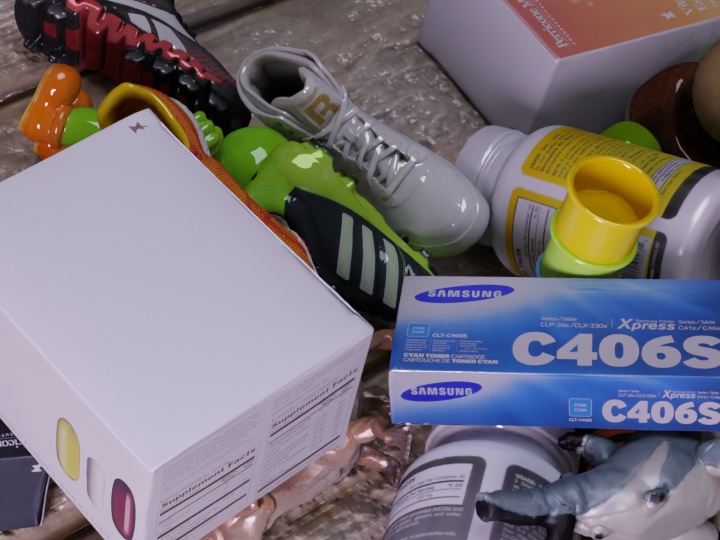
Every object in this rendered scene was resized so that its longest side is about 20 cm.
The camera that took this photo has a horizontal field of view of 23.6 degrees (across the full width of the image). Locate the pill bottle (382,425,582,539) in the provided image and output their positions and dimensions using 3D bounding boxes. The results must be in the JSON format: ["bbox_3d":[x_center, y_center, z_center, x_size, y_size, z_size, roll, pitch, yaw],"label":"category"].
[{"bbox_3d":[0.068,0.172,1.002,0.115,0.116,0.200,19,46,1],"label":"pill bottle"}]

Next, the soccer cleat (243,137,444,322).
[{"bbox_3d":[0.000,0.000,1.153,0.081,0.068,0.200,-45,105,-4],"label":"soccer cleat"}]

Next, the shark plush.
[{"bbox_3d":[0.144,0.126,0.998,0.199,0.091,0.083,-18,51,-27],"label":"shark plush"}]

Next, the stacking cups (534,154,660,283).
[{"bbox_3d":[0.132,0.013,1.109,0.060,0.200,0.061,7,50,-9],"label":"stacking cups"}]

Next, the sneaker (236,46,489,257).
[{"bbox_3d":[-0.007,-0.084,1.192,0.200,0.116,0.074,33,85,34],"label":"sneaker"}]

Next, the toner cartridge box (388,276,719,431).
[{"bbox_3d":[0.120,0.048,1.026,0.199,0.043,0.095,0,35,8],"label":"toner cartridge box"}]

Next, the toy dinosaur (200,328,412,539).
[{"bbox_3d":[-0.037,0.084,1.079,0.135,0.086,0.200,7,41,-2],"label":"toy dinosaur"}]

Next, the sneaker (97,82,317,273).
[{"bbox_3d":[-0.100,-0.032,1.079,0.200,0.073,0.077,48,11,13],"label":"sneaker"}]

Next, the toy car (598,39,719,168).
[{"bbox_3d":[0.295,-0.113,1.259,0.164,0.200,0.158,-34,82,-36],"label":"toy car"}]

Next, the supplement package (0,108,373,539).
[{"bbox_3d":[-0.121,0.036,0.961,0.155,0.111,0.200,-31,63,-32],"label":"supplement package"}]

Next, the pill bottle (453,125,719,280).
[{"bbox_3d":[0.163,-0.036,1.196,0.199,0.113,0.112,20,41,34],"label":"pill bottle"}]

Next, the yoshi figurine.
[{"bbox_3d":[-0.124,-0.080,1.184,0.199,0.112,0.112,29,39,5],"label":"yoshi figurine"}]

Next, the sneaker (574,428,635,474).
[{"bbox_3d":[0.156,0.132,1.103,0.090,0.070,0.200,20,40,6],"label":"sneaker"}]

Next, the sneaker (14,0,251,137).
[{"bbox_3d":[-0.154,-0.169,1.277,0.200,0.071,0.098,31,49,14],"label":"sneaker"}]

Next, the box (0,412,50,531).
[{"bbox_3d":[-0.291,0.084,1.000,0.199,0.079,0.141,-4,47,-21],"label":"box"}]

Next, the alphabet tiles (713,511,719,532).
[{"bbox_3d":[0.266,0.132,1.127,0.166,0.006,0.200,32,39,-19],"label":"alphabet tiles"}]

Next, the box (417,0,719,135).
[{"bbox_3d":[0.175,-0.196,1.379,0.199,0.107,0.152,-18,56,-31],"label":"box"}]
